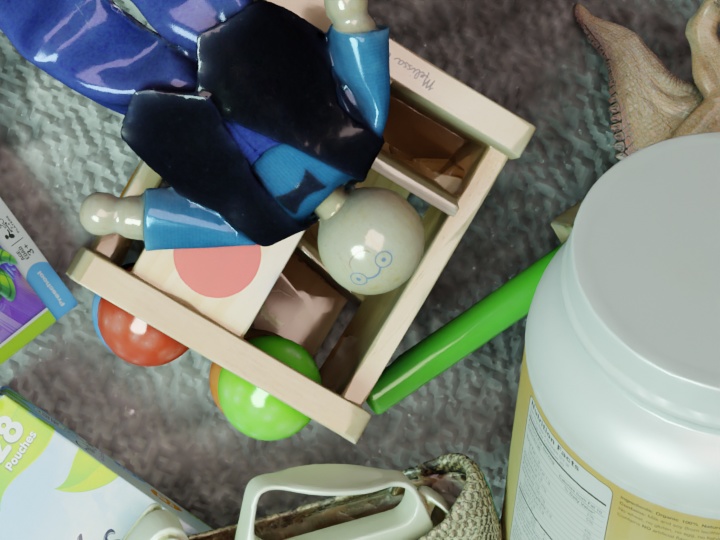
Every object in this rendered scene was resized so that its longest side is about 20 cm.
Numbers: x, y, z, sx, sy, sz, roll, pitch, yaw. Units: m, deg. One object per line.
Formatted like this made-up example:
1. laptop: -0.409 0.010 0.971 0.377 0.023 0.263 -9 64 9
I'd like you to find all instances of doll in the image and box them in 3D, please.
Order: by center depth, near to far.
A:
1. doll: -0.055 -0.061 0.969 0.200 0.049 0.136 40 107 -20

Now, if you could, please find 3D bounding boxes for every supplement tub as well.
1. supplement tub: 0.129 0.061 1.023 0.144 0.200 0.145 2 49 -2

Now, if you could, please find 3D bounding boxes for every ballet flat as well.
1. ballet flat: -0.042 0.111 1.031 0.199 0.068 0.076 -17 128 -11

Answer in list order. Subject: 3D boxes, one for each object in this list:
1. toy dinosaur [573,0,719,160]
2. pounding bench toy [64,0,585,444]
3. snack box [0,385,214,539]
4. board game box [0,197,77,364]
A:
1. toy dinosaur: 0.160 -0.031 1.119 0.200 0.086 0.136 31 94 -1
2. pounding bench toy: 0.000 0.000 1.075 0.200 0.124 0.156 30 87 -6
3. snack box: -0.111 0.171 1.092 0.200 0.068 0.169 34 87 -5
4. board game box: -0.215 -0.030 1.046 0.045 0.134 0.200 -32 96 36
